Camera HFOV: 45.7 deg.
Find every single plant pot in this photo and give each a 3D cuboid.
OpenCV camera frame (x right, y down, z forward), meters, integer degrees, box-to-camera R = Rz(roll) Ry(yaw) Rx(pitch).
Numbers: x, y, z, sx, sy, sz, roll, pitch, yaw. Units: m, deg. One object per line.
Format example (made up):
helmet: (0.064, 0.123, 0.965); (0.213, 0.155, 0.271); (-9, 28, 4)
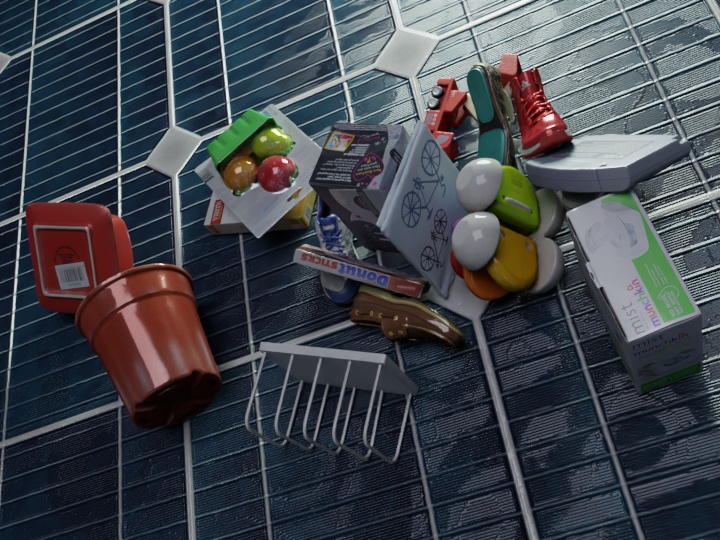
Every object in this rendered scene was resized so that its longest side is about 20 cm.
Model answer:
plant pot: (-0.324, 0.129, 1.354); (0.200, 0.201, 0.196); (-33, 63, 4)

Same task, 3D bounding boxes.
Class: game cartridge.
game cartridge: (0.321, -0.145, 1.148); (0.132, 0.042, 0.200); (-30, 21, -20)

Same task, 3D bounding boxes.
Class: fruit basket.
fruit basket: (-0.162, -0.173, 1.466); (0.185, 0.094, 0.200); (-43, 67, -6)

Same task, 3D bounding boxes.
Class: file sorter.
file sorter: (-0.041, 0.191, 1.212); (0.198, 0.139, 0.126); (3, 66, 26)

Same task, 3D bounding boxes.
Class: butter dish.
butter dish: (-0.481, -0.031, 1.542); (0.198, 0.148, 0.202); (2, 104, 24)

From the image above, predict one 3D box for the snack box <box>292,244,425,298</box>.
snack box: (0.000, 0.000, 1.294); (0.198, 0.072, 0.025); (16, 98, 5)

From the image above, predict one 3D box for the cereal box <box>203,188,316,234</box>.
cereal box: (-0.172, -0.138, 1.514); (0.198, 0.040, 0.145); (-3, 60, 23)

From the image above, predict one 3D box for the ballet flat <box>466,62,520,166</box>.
ballet flat: (0.218, -0.229, 1.354); (0.068, 0.075, 0.202); (-8, 92, 52)

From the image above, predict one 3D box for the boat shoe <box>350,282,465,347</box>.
boat shoe: (0.066, 0.079, 1.269); (0.199, 0.072, 0.068); (21, 78, 39)

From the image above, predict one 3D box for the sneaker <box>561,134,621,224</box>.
sneaker: (0.344, -0.123, 1.254); (0.078, 0.080, 0.200); (10, 42, 32)

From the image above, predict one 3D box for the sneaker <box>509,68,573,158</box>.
sneaker: (0.253, -0.236, 1.265); (0.078, 0.200, 0.116); (-22, 99, 5)

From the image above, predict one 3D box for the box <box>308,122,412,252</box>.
box: (0.036, -0.120, 1.306); (0.131, 0.200, 0.116); (8, 67, 33)

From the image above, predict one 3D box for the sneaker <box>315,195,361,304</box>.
sneaker: (-0.045, -0.044, 1.375); (0.075, 0.088, 0.202); (-15, 59, 14)

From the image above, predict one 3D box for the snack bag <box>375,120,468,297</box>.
snack bag: (0.105, -0.087, 1.265); (0.021, 0.200, 0.190); (2, 62, 38)

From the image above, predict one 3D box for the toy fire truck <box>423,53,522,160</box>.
toy fire truck: (0.182, -0.266, 1.418); (0.140, 0.049, 0.202); (9, 68, 27)

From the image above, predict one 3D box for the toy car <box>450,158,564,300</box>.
toy car: (0.196, -0.051, 1.244); (0.150, 0.174, 0.202); (-32, 44, 52)

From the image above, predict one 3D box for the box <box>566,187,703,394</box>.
box: (0.350, 0.028, 1.097); (0.096, 0.177, 0.201); (-22, 55, 9)
